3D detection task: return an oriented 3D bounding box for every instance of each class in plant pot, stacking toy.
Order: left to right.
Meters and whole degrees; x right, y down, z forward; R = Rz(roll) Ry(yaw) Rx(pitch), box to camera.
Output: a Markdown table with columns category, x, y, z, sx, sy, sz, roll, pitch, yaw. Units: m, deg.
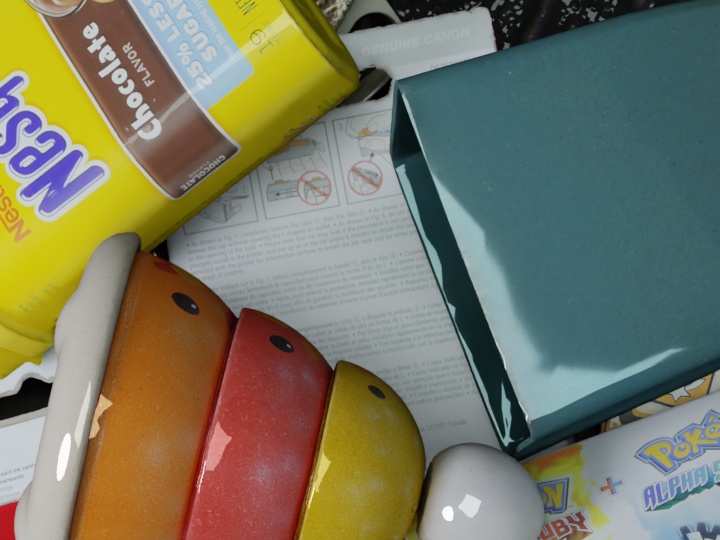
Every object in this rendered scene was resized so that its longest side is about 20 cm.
| category | x | y | z | sx | sy | sz | roll | pitch | yaw |
| --- | --- | --- | --- | --- | --- | --- | --- | --- | --- |
| stacking toy | -0.026 | 0.075 | 0.881 | 0.199 | 0.146 | 0.147 | 13 | 85 | -4 |
| plant pot | 0.128 | -0.030 | 0.893 | 0.199 | 0.141 | 0.142 | -21 | 82 | -3 |

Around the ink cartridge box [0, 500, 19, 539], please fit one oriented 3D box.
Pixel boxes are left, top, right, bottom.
| category | x | y | z | sx | sy | sz | roll | pitch | yaw |
| --- | --- | --- | --- | --- | --- | --- | --- | --- | --- |
| ink cartridge box | -0.193 | 0.198 | 0.958 | 0.199 | 0.084 | 0.177 | -18 | 82 | 32 |

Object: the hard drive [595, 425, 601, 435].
| category | x | y | z | sx | sy | sz | roll | pitch | yaw |
| --- | --- | --- | --- | --- | --- | --- | --- | --- | --- |
| hard drive | 0.209 | 0.031 | 1.007 | 0.199 | 0.033 | 0.140 | 7 | 85 | 6 |

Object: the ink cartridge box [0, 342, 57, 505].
| category | x | y | z | sx | sy | sz | roll | pitch | yaw |
| --- | --- | --- | --- | --- | --- | --- | --- | --- | --- |
| ink cartridge box | -0.116 | 0.127 | 0.988 | 0.195 | 0.043 | 0.201 | -16 | 82 | 27 |

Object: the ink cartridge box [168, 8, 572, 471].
| category | x | y | z | sx | sy | sz | roll | pitch | yaw |
| --- | --- | --- | --- | --- | --- | --- | --- | --- | --- |
| ink cartridge box | 0.000 | 0.000 | 1.006 | 0.162 | 0.057 | 0.201 | -10 | 85 | 4 |

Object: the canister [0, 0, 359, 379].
| category | x | y | z | sx | sy | sz | roll | pitch | yaw |
| --- | --- | --- | --- | --- | --- | --- | --- | --- | --- |
| canister | -0.116 | -0.073 | 0.944 | 0.200 | 0.087 | 0.149 | -37 | 69 | 9 |

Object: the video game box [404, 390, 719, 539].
| category | x | y | z | sx | sy | sz | roll | pitch | yaw |
| --- | --- | --- | --- | --- | --- | --- | --- | --- | --- |
| video game box | 0.128 | 0.135 | 0.868 | 0.199 | 0.047 | 0.183 | -21 | 41 | 4 |

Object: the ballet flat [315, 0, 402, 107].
| category | x | y | z | sx | sy | sz | roll | pitch | yaw |
| --- | --- | --- | --- | --- | --- | --- | --- | --- | --- |
| ballet flat | -0.003 | -0.129 | 1.031 | 0.075 | 0.068 | 0.201 | 31 | 95 | -7 |

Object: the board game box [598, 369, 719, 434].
| category | x | y | z | sx | sy | sz | roll | pitch | yaw |
| --- | --- | --- | --- | --- | --- | --- | --- | --- | --- |
| board game box | 0.189 | 0.003 | 0.972 | 0.151 | 0.046 | 0.201 | 11 | 85 | 6 |
